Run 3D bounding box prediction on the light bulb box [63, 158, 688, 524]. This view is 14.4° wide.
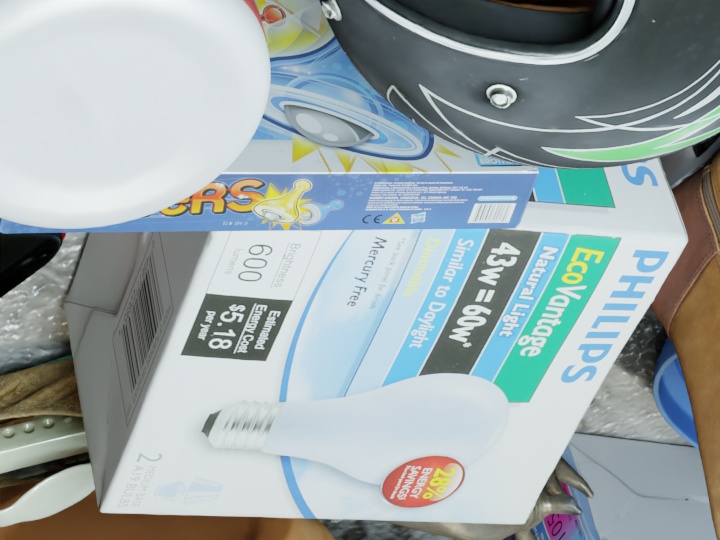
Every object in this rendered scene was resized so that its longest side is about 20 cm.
[{"bbox_3d":[0.000,0.000,1.190,0.199,0.125,0.199,3,138,-20],"label":"light bulb box"}]

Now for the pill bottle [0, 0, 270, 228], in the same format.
[{"bbox_3d":[-0.102,-0.122,0.945,0.115,0.200,0.116,-9,141,-7],"label":"pill bottle"}]

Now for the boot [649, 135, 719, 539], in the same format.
[{"bbox_3d":[0.199,-0.003,1.190,0.188,0.200,0.068,-32,139,20],"label":"boot"}]

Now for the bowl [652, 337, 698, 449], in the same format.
[{"bbox_3d":[0.240,0.055,1.344,0.200,0.039,0.201,11,155,5],"label":"bowl"}]

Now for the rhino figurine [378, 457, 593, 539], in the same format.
[{"bbox_3d":[0.033,0.089,1.336,0.200,0.088,0.060,16,129,-36],"label":"rhino figurine"}]

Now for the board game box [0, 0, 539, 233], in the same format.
[{"bbox_3d":[-0.045,-0.076,1.074,0.199,0.136,0.035,-1,140,-18],"label":"board game box"}]

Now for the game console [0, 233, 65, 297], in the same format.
[{"bbox_3d":[-0.229,0.021,1.157,0.200,0.031,0.177,-35,164,22],"label":"game console"}]

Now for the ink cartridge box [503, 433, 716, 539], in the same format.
[{"bbox_3d":[0.123,0.177,1.490,0.136,0.077,0.200,8,138,-27],"label":"ink cartridge box"}]

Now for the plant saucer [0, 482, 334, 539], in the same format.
[{"bbox_3d":[-0.107,0.131,1.279,0.199,0.200,0.038,-6,111,-11],"label":"plant saucer"}]

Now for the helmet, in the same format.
[{"bbox_3d":[0.082,-0.130,1.009,0.200,0.200,0.191,15,123,-33],"label":"helmet"}]

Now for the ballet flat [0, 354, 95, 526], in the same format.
[{"bbox_3d":[-0.177,0.086,1.277,0.199,0.072,0.068,-10,140,-6],"label":"ballet flat"}]
